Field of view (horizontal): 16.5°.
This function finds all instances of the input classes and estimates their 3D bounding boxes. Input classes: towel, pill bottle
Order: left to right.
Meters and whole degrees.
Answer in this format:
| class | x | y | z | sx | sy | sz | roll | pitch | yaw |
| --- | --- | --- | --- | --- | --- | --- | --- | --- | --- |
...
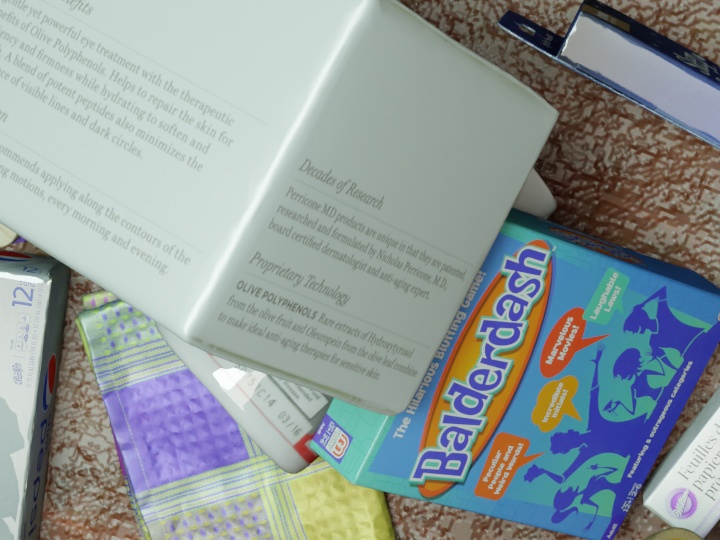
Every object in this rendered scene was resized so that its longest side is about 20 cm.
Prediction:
| class | x | y | z | sx | sy | sz | roll | pitch | yaw |
| --- | --- | --- | --- | --- | --- | --- | --- | --- | --- |
| towel | -0.068 | 0.095 | 1.377 | 0.143 | 0.023 | 0.201 | -14 | 97 | 9 |
| pill bottle | 0.000 | 0.000 | 1.296 | 0.200 | 0.114 | 0.114 | -42 | 93 | -2 |

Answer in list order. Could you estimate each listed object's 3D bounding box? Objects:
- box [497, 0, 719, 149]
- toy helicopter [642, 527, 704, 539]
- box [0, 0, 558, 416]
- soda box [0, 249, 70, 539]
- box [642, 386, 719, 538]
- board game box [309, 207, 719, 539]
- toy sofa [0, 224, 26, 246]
| class | x | y | z | sx | sy | sz | roll | pitch | yaw |
| --- | --- | --- | --- | --- | --- | --- | --- | --- | --- |
| box | 0.165 | -0.093 | 1.272 | 0.199 | 0.121 | 0.033 | 28 | 102 | 1 |
| toy helicopter | 0.231 | 0.155 | 1.307 | 0.199 | 0.079 | 0.133 | 7 | 75 | -23 |
| box | -0.058 | -0.063 | 1.149 | 0.199 | 0.200 | 0.172 | 30 | 94 | 32 |
| soda box | -0.208 | 0.090 | 1.370 | 0.068 | 0.063 | 0.201 | 8 | 100 | 3 |
| box | 0.225 | 0.055 | 1.331 | 0.039 | 0.041 | 0.200 | 36 | 100 | 0 |
| board game box | 0.088 | 0.053 | 1.280 | 0.199 | 0.045 | 0.153 | 17 | 105 | -41 |
| toy sofa | -0.215 | -0.111 | 1.320 | 0.200 | 0.083 | 0.098 | 40 | 110 | 4 |
